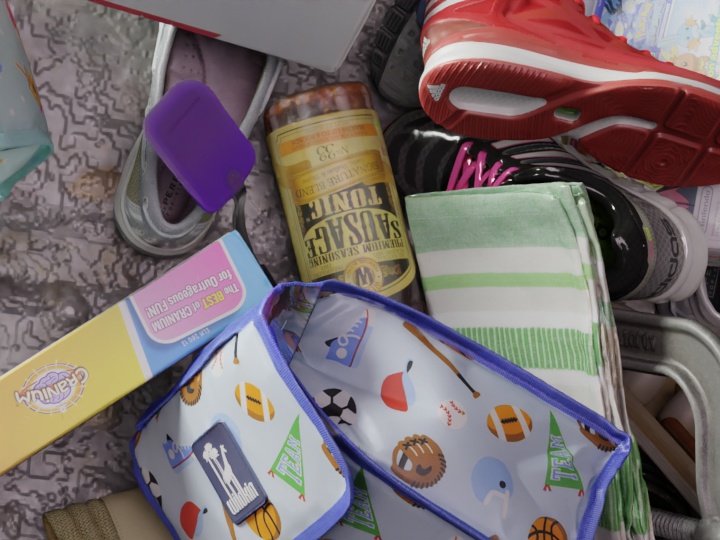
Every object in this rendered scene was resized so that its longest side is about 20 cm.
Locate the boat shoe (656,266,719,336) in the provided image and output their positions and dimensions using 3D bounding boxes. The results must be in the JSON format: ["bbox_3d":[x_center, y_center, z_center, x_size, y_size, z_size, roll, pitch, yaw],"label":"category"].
[{"bbox_3d":[0.216,-0.059,1.483,0.073,0.065,0.201,8,80,-14],"label":"boat shoe"}]

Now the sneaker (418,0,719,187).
[{"bbox_3d":[0.126,-0.119,1.375,0.199,0.078,0.116,14,50,-19],"label":"sneaker"}]

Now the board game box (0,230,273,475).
[{"bbox_3d":[-0.148,0.059,1.323,0.200,0.153,0.040,-33,90,-16],"label":"board game box"}]

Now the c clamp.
[{"bbox_3d":[0.141,0.103,1.327,0.027,0.200,0.172,-9,106,-33],"label":"c clamp"}]

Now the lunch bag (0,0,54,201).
[{"bbox_3d":[-0.229,-0.115,1.303,0.122,0.200,0.171,-17,87,-17],"label":"lunch bag"}]

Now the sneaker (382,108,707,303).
[{"bbox_3d":[0.085,-0.037,1.396,0.199,0.087,0.074,27,105,25],"label":"sneaker"}]

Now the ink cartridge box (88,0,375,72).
[{"bbox_3d":[-0.057,-0.224,1.391,0.145,0.083,0.201,14,57,-11],"label":"ink cartridge box"}]

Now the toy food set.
[{"bbox_3d":[0.214,0.095,1.382,0.143,0.200,0.060,22,112,-46],"label":"toy food set"}]

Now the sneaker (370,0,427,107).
[{"bbox_3d":[0.081,-0.171,1.463,0.074,0.087,0.200,42,92,-7],"label":"sneaker"}]

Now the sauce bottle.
[{"bbox_3d":[0.000,0.000,1.413,0.066,0.066,0.201,-14,83,-16],"label":"sauce bottle"}]

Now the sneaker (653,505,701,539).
[{"bbox_3d":[0.182,0.157,1.448,0.199,0.067,0.090,15,59,-4],"label":"sneaker"}]

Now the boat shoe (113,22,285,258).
[{"bbox_3d":[-0.079,-0.106,1.412,0.074,0.065,0.203,22,76,-11],"label":"boat shoe"}]

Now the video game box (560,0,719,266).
[{"bbox_3d":[0.192,-0.101,1.441,0.182,0.047,0.201,7,77,26],"label":"video game box"}]

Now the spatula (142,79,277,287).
[{"bbox_3d":[-0.058,-0.012,1.384,0.057,0.020,0.200,-54,132,-40],"label":"spatula"}]

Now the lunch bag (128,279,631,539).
[{"bbox_3d":[-0.002,0.102,1.280,0.200,0.170,0.124,34,51,-11],"label":"lunch bag"}]

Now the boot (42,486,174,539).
[{"bbox_3d":[-0.068,0.192,1.361,0.155,0.073,0.201,-20,83,-21],"label":"boot"}]

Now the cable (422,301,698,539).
[{"bbox_3d":[0.099,0.082,1.412,0.097,0.050,0.200,-31,66,-13],"label":"cable"}]

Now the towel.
[{"bbox_3d":[0.084,0.056,1.347,0.023,0.152,0.201,-14,96,-34],"label":"towel"}]
